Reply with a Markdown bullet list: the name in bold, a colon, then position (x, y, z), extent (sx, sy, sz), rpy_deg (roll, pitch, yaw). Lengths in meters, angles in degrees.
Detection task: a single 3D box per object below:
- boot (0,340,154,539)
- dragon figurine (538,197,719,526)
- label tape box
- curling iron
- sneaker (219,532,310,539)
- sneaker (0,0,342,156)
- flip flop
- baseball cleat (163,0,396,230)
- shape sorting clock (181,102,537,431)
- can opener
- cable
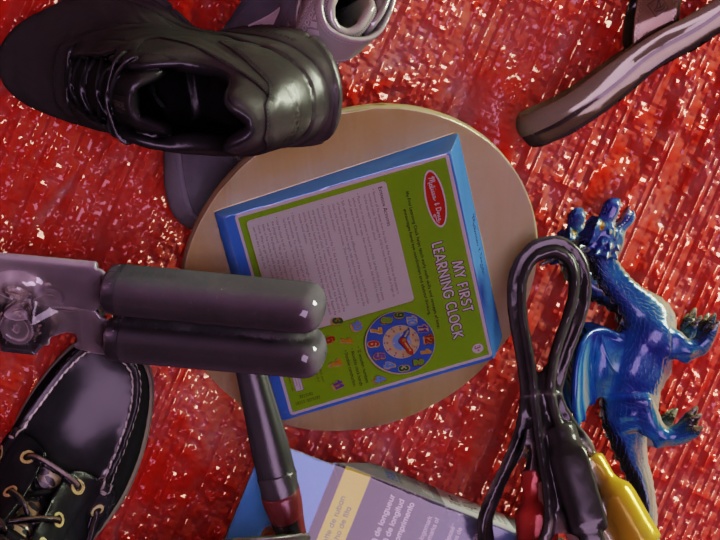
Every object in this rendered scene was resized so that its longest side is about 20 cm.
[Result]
- **boot**: position (-0.173, 0.132, 1.221), extent (0.073, 0.154, 0.204), rpy_deg (29, 94, -1)
- **dragon figurine**: position (0.139, 0.061, 1.323), extent (0.099, 0.059, 0.201), rpy_deg (11, 93, -11)
- **label tape box**: position (0.012, 0.188, 1.314), extent (0.199, 0.063, 0.145), rpy_deg (22, 94, -6)
- **curling iron**: position (-0.033, 0.117, 1.259), extent (0.049, 0.026, 0.201), rpy_deg (-23, 94, -19)
- **sneaker**: position (-0.103, 0.208, 1.233), extent (0.200, 0.077, 0.089), rpy_deg (-30, 65, 27)
- **sneaker**: position (-0.111, -0.098, 1.195), extent (0.199, 0.091, 0.076), rpy_deg (8, 110, 31)
- **flip flop**: position (0.162, -0.141, 1.295), extent (0.200, 0.081, 0.058), rpy_deg (-35, 89, 1)
- **baseball cleat**: position (-0.043, -0.106, 1.237), extent (0.069, 0.106, 0.201), rpy_deg (20, 97, -24)
- **shape sorting clock**: position (0.000, 0.000, 1.277), extent (0.199, 0.039, 0.201), rpy_deg (-6, 122, -9)
- **can opener**: position (-0.112, 0.015, 1.234), extent (0.199, 0.067, 0.054), rpy_deg (5, 118, 10)
- **cable**: position (0.099, 0.086, 1.277), extent (0.097, 0.050, 0.201), rpy_deg (-13, 80, 3)
